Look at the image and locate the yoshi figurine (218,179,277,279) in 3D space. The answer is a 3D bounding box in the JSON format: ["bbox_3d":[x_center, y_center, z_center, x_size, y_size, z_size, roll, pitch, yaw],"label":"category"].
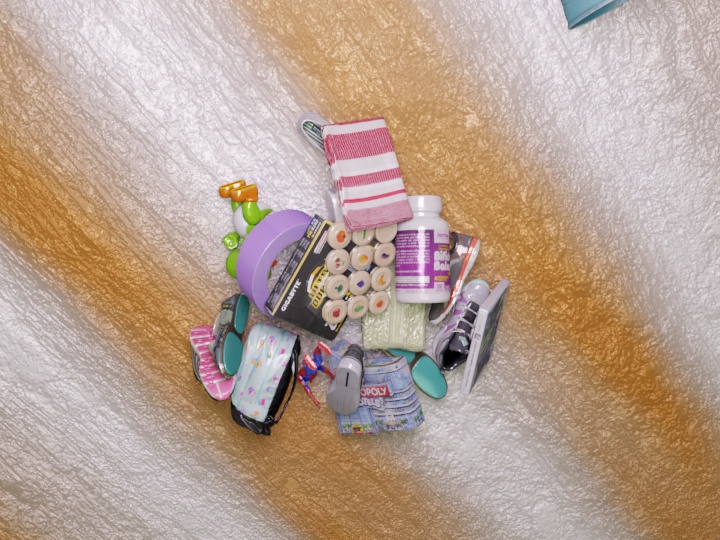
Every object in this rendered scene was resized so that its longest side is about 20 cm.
[{"bbox_3d":[-0.231,-0.065,1.278,0.109,0.113,0.204,-4,115,15],"label":"yoshi figurine"}]

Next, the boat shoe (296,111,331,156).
[{"bbox_3d":[-0.036,-0.226,1.241,0.197,0.067,0.074,26,108,-13],"label":"boat shoe"}]

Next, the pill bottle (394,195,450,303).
[{"bbox_3d":[0.121,-0.040,1.278,0.109,0.112,0.205,-1,90,-3],"label":"pill bottle"}]

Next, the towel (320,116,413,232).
[{"bbox_3d":[0.013,-0.179,1.203,0.141,0.023,0.205,-14,85,-28],"label":"towel"}]

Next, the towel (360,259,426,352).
[{"bbox_3d":[0.070,0.064,1.345,0.145,0.036,0.205,3,92,-7],"label":"towel"}]

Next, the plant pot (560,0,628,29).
[{"bbox_3d":[0.404,-0.542,1.092,0.197,0.200,0.191,-26,95,7],"label":"plant pot"}]

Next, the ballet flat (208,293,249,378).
[{"bbox_3d":[-0.268,0.135,1.306,0.072,0.202,0.075,3,133,3],"label":"ballet flat"}]

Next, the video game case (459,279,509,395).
[{"bbox_3d":[0.256,0.132,1.335,0.023,0.199,0.186,17,112,20],"label":"video game case"}]

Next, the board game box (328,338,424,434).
[{"bbox_3d":[0.015,0.245,1.393,0.197,0.062,0.204,-9,107,35],"label":"board game box"}]

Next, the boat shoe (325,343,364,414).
[{"bbox_3d":[-0.020,0.223,1.327,0.071,0.072,0.202,25,141,6],"label":"boat shoe"}]

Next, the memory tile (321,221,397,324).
[{"bbox_3d":[0.000,0.000,1.237,0.150,0.017,0.205,-9,115,-30],"label":"memory tile"}]

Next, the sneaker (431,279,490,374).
[{"bbox_3d":[0.217,0.126,1.351,0.076,0.140,0.203,22,108,-6],"label":"sneaker"}]

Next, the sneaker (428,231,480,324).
[{"bbox_3d":[0.175,0.012,1.353,0.081,0.077,0.203,25,100,3],"label":"sneaker"}]

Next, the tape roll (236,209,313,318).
[{"bbox_3d":[-0.139,-0.012,1.262,0.198,0.065,0.204,-25,131,-32],"label":"tape roll"}]

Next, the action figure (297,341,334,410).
[{"bbox_3d":[-0.084,0.221,1.354,0.065,0.200,0.099,-39,83,-22],"label":"action figure"}]

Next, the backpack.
[{"bbox_3d":[-0.198,0.213,1.356,0.124,0.167,0.204,19,101,-11],"label":"backpack"}]

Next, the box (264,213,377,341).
[{"bbox_3d":[-0.068,0.017,1.243,0.158,0.049,0.202,27,96,-39],"label":"box"}]

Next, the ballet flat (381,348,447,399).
[{"bbox_3d":[0.110,0.195,1.410,0.200,0.071,0.071,44,103,-9],"label":"ballet flat"}]

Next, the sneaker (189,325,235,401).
[{"bbox_3d":[-0.300,0.203,1.336,0.072,0.200,0.089,-14,130,-23],"label":"sneaker"}]

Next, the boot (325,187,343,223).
[{"bbox_3d":[-0.011,-0.075,1.303,0.089,0.073,0.204,-17,124,-17],"label":"boot"}]
